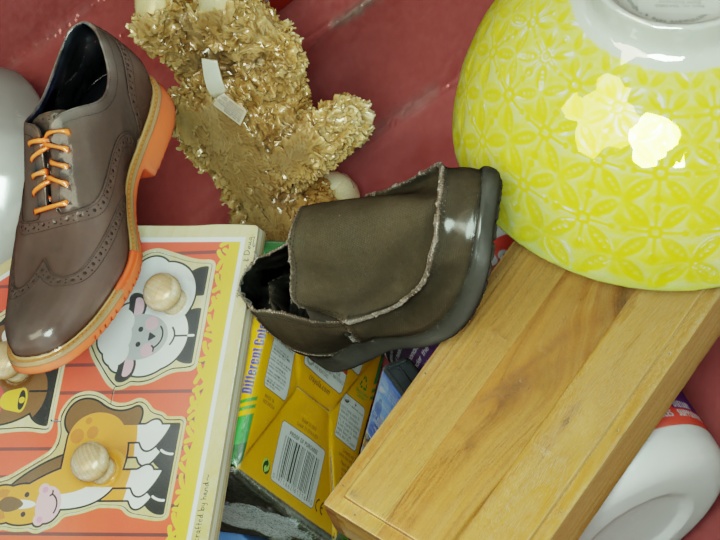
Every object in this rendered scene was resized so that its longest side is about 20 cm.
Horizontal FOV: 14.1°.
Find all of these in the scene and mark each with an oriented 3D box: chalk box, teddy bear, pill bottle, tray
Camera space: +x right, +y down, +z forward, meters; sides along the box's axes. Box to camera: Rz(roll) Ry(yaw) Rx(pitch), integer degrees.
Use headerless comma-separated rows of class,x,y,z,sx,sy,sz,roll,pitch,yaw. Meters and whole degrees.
chalk box,-0.108,0.058,1.512,0.200,0.125,0.124,5,69,28
teddy bear,-0.052,-0.084,1.525,0.145,0.067,0.200,-33,92,47
pill bottle,0.082,0.049,1.409,0.112,0.112,0.200,-45,60,22
tray,0.082,0.056,1.322,0.099,0.037,0.200,29,72,23

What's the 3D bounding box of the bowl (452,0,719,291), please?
bowl,0.141,-0.100,1.327,0.200,0.200,0.108,48,155,32

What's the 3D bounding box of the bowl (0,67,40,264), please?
bowl,-0.250,-0.021,1.637,0.200,0.075,0.200,-63,23,11

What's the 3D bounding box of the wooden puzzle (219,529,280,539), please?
wooden puzzle,-0.124,0.168,1.585,0.185,0.046,0.200,38,105,34

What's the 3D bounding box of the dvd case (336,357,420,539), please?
dvd case,0.038,0.154,1.412,0.143,0.018,0.200,53,149,28

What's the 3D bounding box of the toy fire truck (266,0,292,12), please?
toy fire truck,-0.079,-0.222,1.540,0.200,0.168,0.112,-36,63,27

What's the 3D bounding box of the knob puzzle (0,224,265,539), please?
knob puzzle,-0.152,0.059,1.442,0.219,0.030,0.220,-12,62,23

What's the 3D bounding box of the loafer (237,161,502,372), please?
loafer,0.000,0.000,1.342,0.200,0.071,0.073,-36,42,57

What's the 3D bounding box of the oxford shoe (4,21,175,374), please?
oxford shoe,-0.149,-0.037,1.440,0.071,0.073,0.200,-13,45,23
